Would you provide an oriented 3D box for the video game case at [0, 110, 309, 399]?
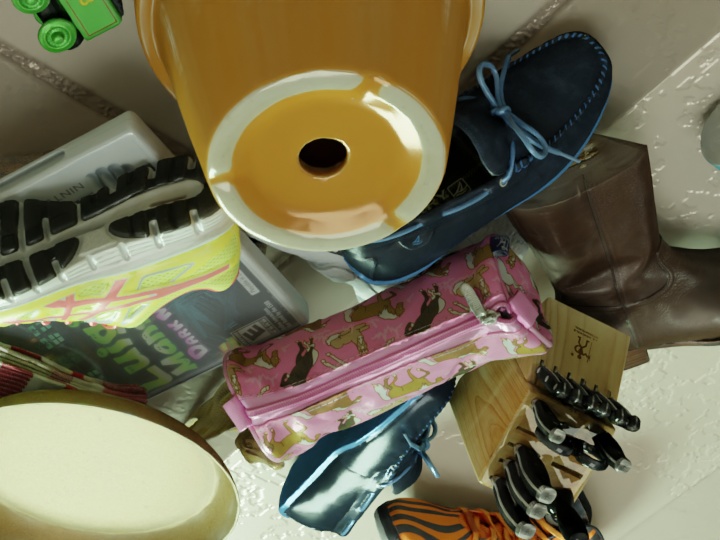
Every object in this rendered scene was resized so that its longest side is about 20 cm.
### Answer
[{"bbox_3d":[-0.158,0.008,1.166,0.182,0.023,0.200,-25,134,17],"label":"video game case"}]

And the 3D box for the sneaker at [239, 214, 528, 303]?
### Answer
[{"bbox_3d":[0.000,0.000,1.225,0.200,0.075,0.115,8,129,-18],"label":"sneaker"}]

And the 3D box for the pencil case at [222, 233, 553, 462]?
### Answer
[{"bbox_3d":[0.015,0.050,1.169,0.200,0.083,0.087,-24,142,12],"label":"pencil case"}]

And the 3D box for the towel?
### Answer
[{"bbox_3d":[-0.251,0.086,1.210,0.200,0.023,0.144,21,138,-19],"label":"towel"}]

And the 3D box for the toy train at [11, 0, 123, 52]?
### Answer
[{"bbox_3d":[-0.192,-0.201,1.041,0.056,0.042,0.200,-26,131,5],"label":"toy train"}]

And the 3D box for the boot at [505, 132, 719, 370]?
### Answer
[{"bbox_3d":[0.194,-0.029,1.210,0.186,0.064,0.200,-25,134,2],"label":"boot"}]

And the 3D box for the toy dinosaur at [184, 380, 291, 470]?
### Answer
[{"bbox_3d":[-0.082,0.090,1.298,0.101,0.200,0.058,-35,103,-19],"label":"toy dinosaur"}]

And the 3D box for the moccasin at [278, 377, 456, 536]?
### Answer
[{"bbox_3d":[0.017,0.122,1.350,0.068,0.081,0.200,31,137,-13],"label":"moccasin"}]

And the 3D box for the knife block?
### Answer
[{"bbox_3d":[0.107,0.117,1.206,0.064,0.176,0.200,26,147,-11],"label":"knife block"}]

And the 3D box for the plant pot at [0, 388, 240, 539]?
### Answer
[{"bbox_3d":[-0.175,0.132,1.221,0.200,0.028,0.200,4,142,3],"label":"plant pot"}]

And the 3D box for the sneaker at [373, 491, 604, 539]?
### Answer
[{"bbox_3d":[0.108,0.191,1.429,0.200,0.078,0.112,24,123,-39],"label":"sneaker"}]

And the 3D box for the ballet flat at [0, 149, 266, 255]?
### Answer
[{"bbox_3d":[-0.143,-0.042,1.189,0.200,0.068,0.067,26,106,-32],"label":"ballet flat"}]

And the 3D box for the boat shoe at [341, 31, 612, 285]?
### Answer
[{"bbox_3d":[0.073,-0.066,1.122,0.200,0.084,0.069,-47,158,-5],"label":"boat shoe"}]

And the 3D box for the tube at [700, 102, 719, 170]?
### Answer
[{"bbox_3d":[0.302,-0.050,1.234,0.200,0.050,0.077,28,137,-34],"label":"tube"}]

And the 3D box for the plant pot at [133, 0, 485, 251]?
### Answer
[{"bbox_3d":[-0.024,-0.117,1.038,0.200,0.183,0.200,-3,133,-3],"label":"plant pot"}]

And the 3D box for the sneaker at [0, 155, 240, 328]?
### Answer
[{"bbox_3d":[-0.159,0.005,1.094,0.200,0.078,0.090,-13,137,4],"label":"sneaker"}]
